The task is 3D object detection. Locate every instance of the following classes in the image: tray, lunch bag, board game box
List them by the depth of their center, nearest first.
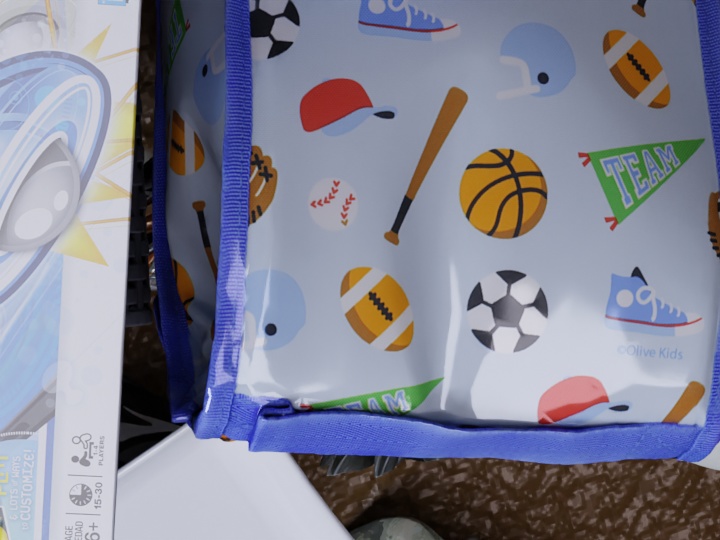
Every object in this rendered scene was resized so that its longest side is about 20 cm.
[{"bbox_3d":[-0.133,-0.002,0.670,0.135,0.034,0.200,2,98,-9],"label":"board game box"},{"bbox_3d":[0.023,-0.035,0.754,0.170,0.200,0.124,3,154,-16],"label":"lunch bag"},{"bbox_3d":[-0.102,0.128,0.862,0.200,0.022,0.107,-35,125,-2],"label":"tray"}]

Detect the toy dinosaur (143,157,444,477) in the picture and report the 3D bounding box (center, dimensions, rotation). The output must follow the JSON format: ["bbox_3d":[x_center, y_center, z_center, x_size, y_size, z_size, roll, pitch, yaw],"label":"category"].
[{"bbox_3d":[0.000,0.000,0.887,0.200,0.102,0.136,-4,95,-4],"label":"toy dinosaur"}]

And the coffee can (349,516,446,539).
[{"bbox_3d":[0.061,0.207,0.961,0.200,0.146,0.146,34,102,-24],"label":"coffee can"}]

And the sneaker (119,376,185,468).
[{"bbox_3d":[-0.122,0.022,0.877,0.083,0.071,0.200,-43,113,14],"label":"sneaker"}]

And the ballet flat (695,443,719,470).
[{"bbox_3d":[0.103,0.025,0.911,0.069,0.069,0.200,-26,139,-1],"label":"ballet flat"}]

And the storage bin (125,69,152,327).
[{"bbox_3d":[-0.170,-0.025,0.761,0.200,0.135,0.094,-4,91,-9],"label":"storage bin"}]
